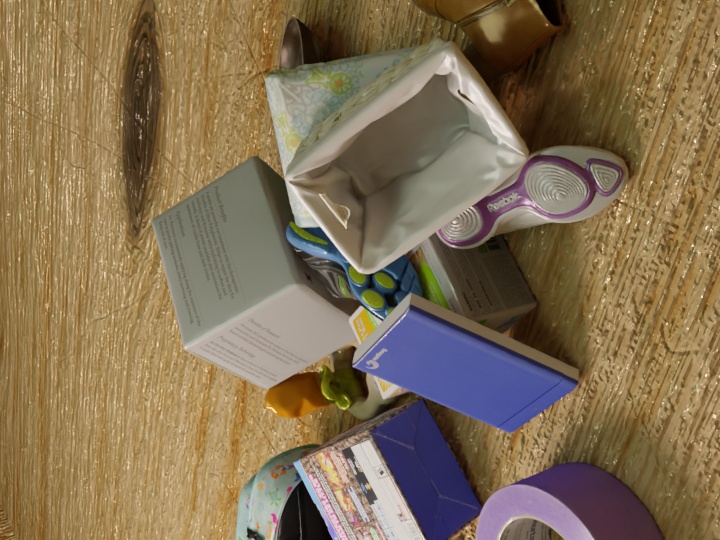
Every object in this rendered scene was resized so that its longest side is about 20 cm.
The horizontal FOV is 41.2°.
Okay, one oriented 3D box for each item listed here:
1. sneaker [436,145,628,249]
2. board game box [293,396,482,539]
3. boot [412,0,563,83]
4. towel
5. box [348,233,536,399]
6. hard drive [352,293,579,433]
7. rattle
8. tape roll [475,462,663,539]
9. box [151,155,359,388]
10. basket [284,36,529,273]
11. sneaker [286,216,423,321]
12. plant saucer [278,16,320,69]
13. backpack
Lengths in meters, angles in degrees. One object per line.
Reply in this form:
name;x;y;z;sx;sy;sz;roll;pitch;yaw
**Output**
sneaker;0.170;-0.082;0.949;0.198;0.099;0.076;-14;101;32
board game box;0.030;0.270;1.201;0.200;0.096;0.160;-34;83;53
boot;0.123;-0.297;0.971;0.144;0.070;0.203;-35;75;47
towel;0.012;-0.140;1.007;0.048;0.198;0.173;-96;-4;-67
box;0.086;0.048;1.079;0.200;0.101;0.113;-49;59;49
hard drive;0.107;0.102;1.001;0.132;0.199;0.026;-49;22;48
rattle;-0.016;0.136;1.225;0.199;0.142;0.132;1;83;61
tape roll;0.215;0.306;0.983;0.199;0.084;0.202;20;115;50
box;-0.127;0.007;1.222;0.170;0.200;0.200;-30;59;14
basket;0.041;-0.117;0.926;0.136;0.199;0.124;50;-167;-20
sneaker;0.000;0.000;1.056;0.199;0.071;0.083;35;165;35
plant saucer;-0.080;-0.228;1.254;0.200;0.032;0.203;179;90;-77
backpack;-0.082;0.345;1.340;0.150;0.176;0.202;26;116;43
